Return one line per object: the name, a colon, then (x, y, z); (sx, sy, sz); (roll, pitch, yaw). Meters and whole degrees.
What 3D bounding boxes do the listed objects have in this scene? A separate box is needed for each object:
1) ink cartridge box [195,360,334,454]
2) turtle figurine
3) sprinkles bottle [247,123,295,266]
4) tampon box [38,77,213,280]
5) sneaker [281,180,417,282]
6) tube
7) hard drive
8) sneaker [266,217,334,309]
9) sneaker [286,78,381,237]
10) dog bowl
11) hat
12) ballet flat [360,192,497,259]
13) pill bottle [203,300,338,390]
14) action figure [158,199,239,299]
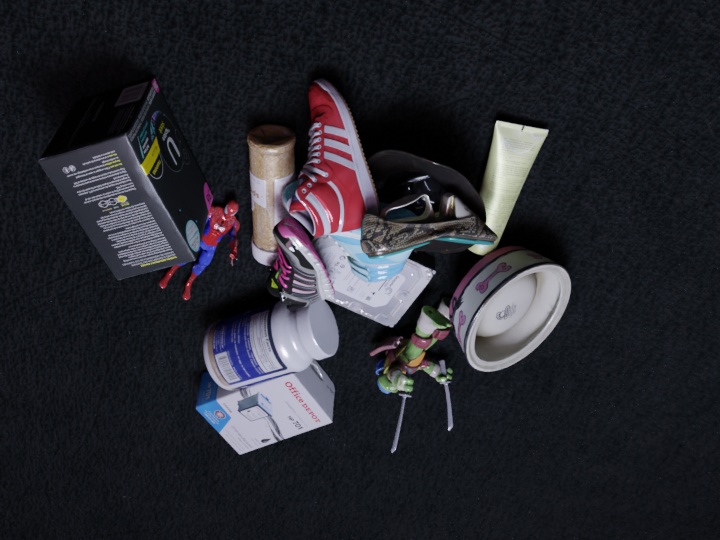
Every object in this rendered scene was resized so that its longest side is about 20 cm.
ink cartridge box: (-0.163, 0.221, 1.382); (0.197, 0.087, 0.147); (-21, 126, 20)
turtle figurine: (0.113, 0.158, 1.275); (0.142, 0.201, 0.196); (11, 122, -28)
sprinkles bottle: (-0.123, -0.104, 1.123); (0.067, 0.069, 0.203); (3, 129, -1)
tampon box: (-0.301, -0.120, 1.060); (0.124, 0.151, 0.202); (-13, 129, 12)
sneaker: (-0.020, -0.045, 1.103); (0.197, 0.080, 0.131); (21, 146, 5)
tube: (0.199, -0.116, 1.124); (0.052, 0.058, 0.203); (37, 132, 29)
hard drive: (0.000, 0.000, 1.227); (0.197, 0.038, 0.140); (24, 126, -19)
sneaker: (-0.096, 0.001, 1.115); (0.086, 0.074, 0.201); (-28, 153, -3)
sneaker: (-0.056, -0.141, 1.013); (0.111, 0.203, 0.071); (-19, 174, -18)
dog bowl: (0.218, 0.052, 1.194); (0.197, 0.074, 0.203); (-22, 136, -22)
hat: (0.087, -0.114, 1.095); (0.197, 0.082, 0.202); (14, 145, 10)
ballet flat: (0.091, -0.062, 1.014); (0.196, 0.068, 0.077); (-7, 97, -23)
pill bottle: (-0.141, 0.113, 1.261); (0.197, 0.117, 0.116); (-17, 128, 22)
action figure: (-0.236, -0.019, 1.181); (0.065, 0.100, 0.201); (27, 123, -21)
